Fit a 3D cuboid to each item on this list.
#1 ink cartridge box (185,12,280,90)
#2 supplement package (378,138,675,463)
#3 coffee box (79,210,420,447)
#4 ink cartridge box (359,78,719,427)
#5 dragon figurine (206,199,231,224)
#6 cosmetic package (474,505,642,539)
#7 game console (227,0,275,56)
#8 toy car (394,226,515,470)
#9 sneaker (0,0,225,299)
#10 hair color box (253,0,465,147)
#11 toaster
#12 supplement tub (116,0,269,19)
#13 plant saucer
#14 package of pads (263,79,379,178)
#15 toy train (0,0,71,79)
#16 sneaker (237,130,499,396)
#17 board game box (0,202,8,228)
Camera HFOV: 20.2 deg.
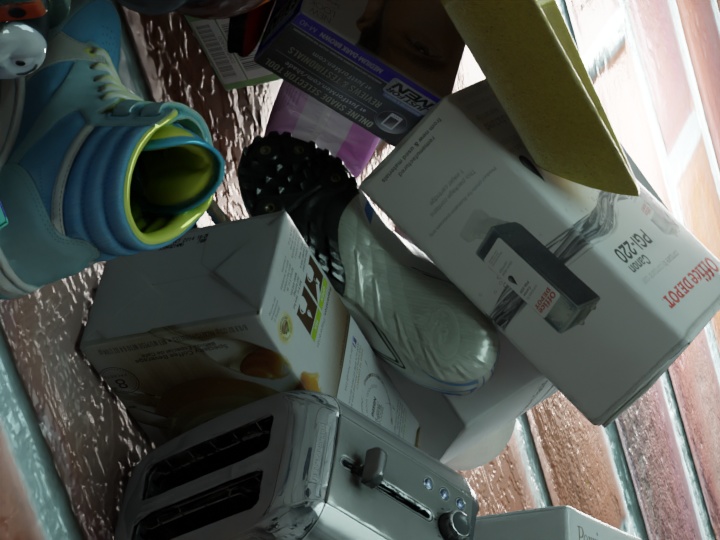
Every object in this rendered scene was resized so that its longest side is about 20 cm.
[{"bbox_3d":[-0.073,-0.236,1.320,0.200,0.048,0.146,-74,146,-44],"label":"ink cartridge box"},{"bbox_3d":[0.106,0.020,1.337,0.121,0.200,0.120,56,-16,11],"label":"supplement package"},{"bbox_3d":[-0.057,0.068,1.157,0.200,0.114,0.080,58,32,-41],"label":"coffee box"},{"bbox_3d":[0.117,-0.018,1.205,0.200,0.085,0.146,47,26,6],"label":"ink cartridge box"},{"bbox_3d":[-0.052,0.030,1.248,0.200,0.099,0.059,35,45,-26],"label":"dragon figurine"},{"bbox_3d":[0.098,0.276,1.364,0.167,0.166,0.200,31,53,-60],"label":"cosmetic package"},{"bbox_3d":[-0.089,-0.261,1.222,0.172,0.119,0.200,102,5,-49],"label":"game console"},{"bbox_3d":[0.098,0.037,1.478,0.200,0.150,0.175,-56,132,-58],"label":"toy car"},{"bbox_3d":[-0.122,-0.076,1.045,0.080,0.131,0.200,53,35,-44],"label":"sneaker"},{"bbox_3d":[0.017,-0.185,1.257,0.109,0.065,0.200,30,52,-17],"label":"hair color box"},{"bbox_3d":[-0.043,0.147,1.095,0.129,0.200,0.114,40,43,-31],"label":"toaster"},{"bbox_3d":[-0.057,-0.192,1.039,0.200,0.107,0.107,-38,117,-50],"label":"supplement tub"},{"bbox_3d":[0.078,-0.154,1.145,0.200,0.048,0.200,54,14,-42],"label":"plant saucer"},{"bbox_3d":[0.003,-0.153,1.370,0.076,0.121,0.200,28,40,-4],"label":"package of pads"},{"bbox_3d":[-0.170,-0.187,0.959,0.114,0.085,0.200,71,14,-57],"label":"toy train"},{"bbox_3d":[0.000,0.000,1.201,0.200,0.072,0.072,45,-18,8],"label":"sneaker"},{"bbox_3d":[-0.239,-0.050,0.873,0.200,0.045,0.152,-49,125,-61],"label":"board game box"}]
